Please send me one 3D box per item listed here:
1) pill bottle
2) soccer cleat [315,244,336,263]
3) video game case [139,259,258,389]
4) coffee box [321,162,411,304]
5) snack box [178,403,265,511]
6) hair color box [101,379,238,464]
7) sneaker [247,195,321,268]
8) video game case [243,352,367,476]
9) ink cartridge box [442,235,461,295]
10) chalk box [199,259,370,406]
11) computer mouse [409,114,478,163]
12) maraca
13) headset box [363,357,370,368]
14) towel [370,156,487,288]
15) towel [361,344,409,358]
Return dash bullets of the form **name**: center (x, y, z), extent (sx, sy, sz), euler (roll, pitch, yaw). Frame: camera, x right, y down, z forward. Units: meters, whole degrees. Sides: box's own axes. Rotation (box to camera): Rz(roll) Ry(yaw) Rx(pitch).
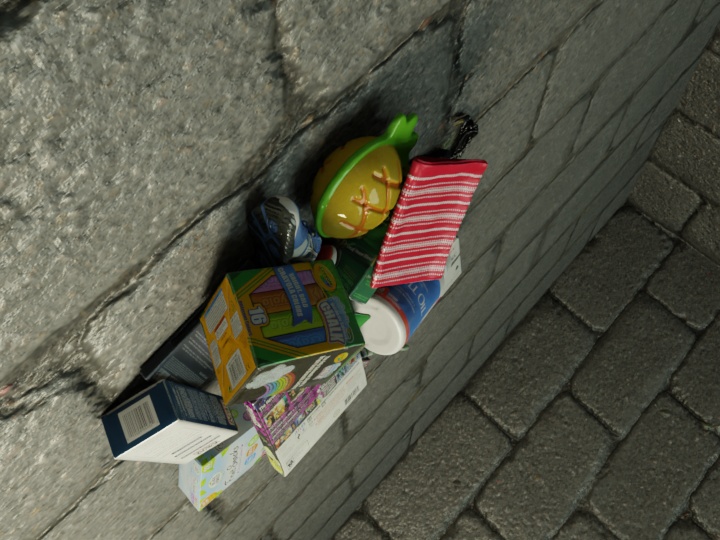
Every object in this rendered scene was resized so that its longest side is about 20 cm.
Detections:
- **pill bottle**: center (0.067, 0.030, 1.117), extent (0.200, 0.111, 0.114), euler (-48, 163, -41)
- **soccer cleat**: center (-0.070, 0.045, 1.037), extent (0.202, 0.083, 0.069), euler (-57, -157, 31)
- **video game case**: center (-0.200, 0.089, 0.963), extent (0.200, 0.019, 0.144), euler (-48, 160, -13)
- **coffee box**: center (0.022, -0.068, 1.026), extent (0.044, 0.123, 0.202), euler (24, 107, -44)
- **snack box**: center (-0.216, 0.294, 1.203), extent (0.198, 0.067, 0.171), euler (-34, 154, -35)
- **hair color box**: center (-0.254, 0.212, 0.958), extent (0.098, 0.061, 0.200), euler (-30, 159, 2)
- **sneaker**: center (-0.093, -0.043, 0.894), extent (0.077, 0.076, 0.201), euler (-38, 167, -20)
- **video game case**: center (-0.074, 0.172, 1.019), extent (0.200, 0.035, 0.184), euler (-45, 142, -28)
- **ink cartridge box**: center (0.129, -0.001, 1.419), extent (0.146, 0.083, 0.201), euler (-48, 160, -8)
- **chalk box**: center (-0.082, 0.072, 0.882), extent (0.196, 0.126, 0.125), euler (-8, 155, -36)
- **computer mouse**: center (0.139, -0.187, 1.181), extent (0.198, 0.046, 0.142), euler (-28, 150, -47)
- **maraca**: center (0.010, -0.124, 0.924), extent (0.200, 0.107, 0.138), euler (-47, 163, -12)
- **headset box**: center (-0.074, 0.214, 1.358), extent (0.202, 0.075, 0.148), euler (-54, 159, 10)
- **towel**: center (0.096, -0.066, 0.980), extent (0.142, 0.022, 0.204), euler (-6, 127, -40)
- **towel**: center (-0.014, 0.127, 1.250), extent (0.199, 0.149, 0.024), euler (11, 91, -66)
